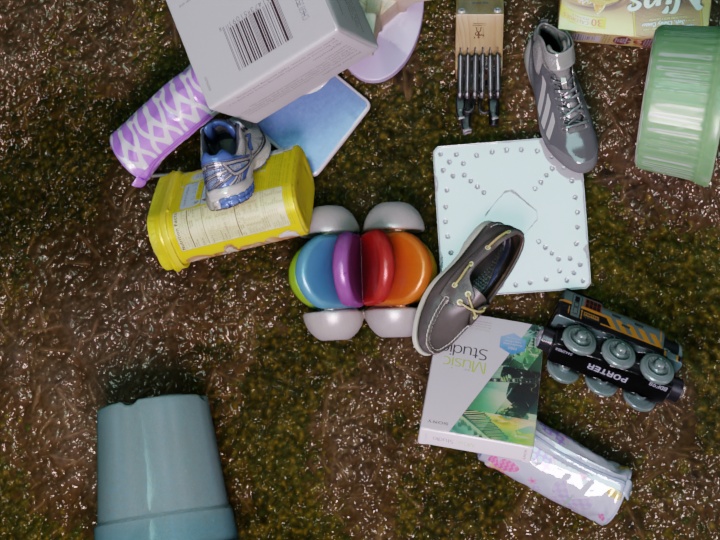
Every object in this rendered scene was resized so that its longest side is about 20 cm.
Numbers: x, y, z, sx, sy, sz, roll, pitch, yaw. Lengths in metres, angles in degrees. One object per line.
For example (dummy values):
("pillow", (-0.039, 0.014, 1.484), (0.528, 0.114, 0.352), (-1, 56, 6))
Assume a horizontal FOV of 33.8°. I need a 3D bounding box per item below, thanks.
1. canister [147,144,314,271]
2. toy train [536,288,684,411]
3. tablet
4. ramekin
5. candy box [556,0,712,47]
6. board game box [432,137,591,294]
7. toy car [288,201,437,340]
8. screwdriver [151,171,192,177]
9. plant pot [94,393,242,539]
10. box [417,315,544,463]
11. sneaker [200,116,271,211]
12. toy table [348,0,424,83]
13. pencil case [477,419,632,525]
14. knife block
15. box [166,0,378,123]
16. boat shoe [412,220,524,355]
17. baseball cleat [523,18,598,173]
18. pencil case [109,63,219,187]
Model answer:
("canister", (-0.165, -0.085, 1.546), (0.197, 0.150, 0.087), (-13, 125, 12))
("toy train", (0.323, 0.101, 1.520), (0.197, 0.086, 0.115), (20, 45, 2))
("tablet", (-0.098, -0.239, 1.622), (0.199, 0.014, 0.131), (40, 91, 6))
("ramekin", (0.405, -0.212, 1.487), (0.096, 0.200, 0.204), (9, 88, 13))
("candy box", (0.362, -0.359, 1.564), (0.196, 0.055, 0.118), (6, 88, 5))
("board game box", (0.201, -0.071, 1.580), (0.196, 0.026, 0.204), (-4, 87, 5))
("toy car", (0.000, 0.000, 1.533), (0.196, 0.150, 0.178), (-2, 87, 5))
("screwdriver", (-0.197, -0.131, 1.620), (0.196, 0.028, 0.029), (-6, 58, 5))
("plant pot", (-0.259, 0.269, 1.532), (0.197, 0.200, 0.200), (-8, 79, 5))
("box", (0.157, 0.143, 1.509), (0.142, 0.037, 0.202), (9, 48, 5))
("sneaker", (-0.162, -0.160, 1.497), (0.076, 0.201, 0.086), (-13, 121, 8))
("toy table", (0.022, -0.362, 1.567), (0.181, 0.117, 0.204), (-6, 86, 5))
("pencil case", (0.250, 0.247, 1.528), (0.198, 0.091, 0.083), (29, 46, 5))
("knife block", (0.158, -0.291, 1.586), (0.063, 0.177, 0.202), (1, 42, 4))
("box", (-0.115, -0.322, 1.465), (0.197, 0.130, 0.203), (-27, 79, 20))
("boat shoe", (0.138, 0.023, 1.508), (0.072, 0.060, 0.203), (42, 74, -32))
("baseball cleat", (0.258, -0.228, 1.529), (0.069, 0.107, 0.203), (-19, 72, -6))
("pencil case", (-0.244, -0.203, 1.581), (0.199, 0.084, 0.086), (-36, 76, 20))
